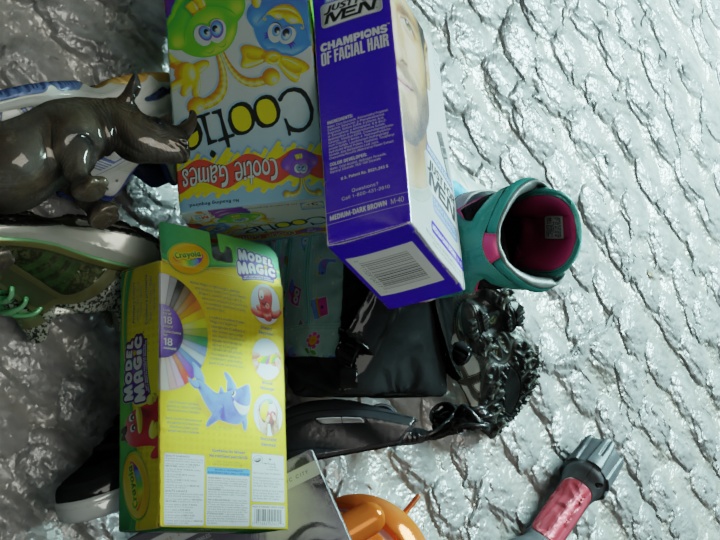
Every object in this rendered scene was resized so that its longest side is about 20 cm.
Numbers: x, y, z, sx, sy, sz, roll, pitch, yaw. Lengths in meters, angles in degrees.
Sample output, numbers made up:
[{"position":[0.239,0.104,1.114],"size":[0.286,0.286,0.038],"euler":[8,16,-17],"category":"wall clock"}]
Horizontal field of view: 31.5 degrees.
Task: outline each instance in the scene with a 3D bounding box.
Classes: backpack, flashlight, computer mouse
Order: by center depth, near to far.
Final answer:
[{"position":[0.000,0.000,1.009],"size":[0.167,0.126,0.201],"euler":[8,79,-55],"category":"backpack"},{"position":[-0.001,0.123,1.018],"size":[0.199,0.140,0.046],"euler":[-9,82,-5],"category":"computer mouse"},{"position":[0.183,0.235,1.197],"size":[0.200,0.067,0.068],"euler":[-46,121,-34],"category":"flashlight"}]

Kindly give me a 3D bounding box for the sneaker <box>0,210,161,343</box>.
[{"position":[-0.220,0.007,0.845],"size":[0.199,0.077,0.089],"euler":[6,98,-38],"category":"sneaker"}]

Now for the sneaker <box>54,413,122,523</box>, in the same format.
[{"position":[-0.151,0.091,0.903],"size":[0.200,0.073,0.112],"euler":[-26,100,-49],"category":"sneaker"}]

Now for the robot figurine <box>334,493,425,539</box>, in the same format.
[{"position":[-0.021,0.247,0.968],"size":[0.200,0.116,0.144],"euler":[-36,111,-43],"category":"robot figurine"}]

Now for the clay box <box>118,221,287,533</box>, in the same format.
[{"position":[-0.106,0.075,0.866],"size":[0.115,0.047,0.201],"euler":[14,68,-46],"category":"clay box"}]

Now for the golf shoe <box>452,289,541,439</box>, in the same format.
[{"position":[0.102,0.065,1.135],"size":[0.078,0.094,0.201],"euler":[-39,139,-24],"category":"golf shoe"}]

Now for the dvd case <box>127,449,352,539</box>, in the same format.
[{"position":[-0.060,0.246,0.882],"size":[0.016,0.148,0.201],"euler":[65,-1,-71],"category":"dvd case"}]

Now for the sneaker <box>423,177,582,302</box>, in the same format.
[{"position":[0.115,-0.030,0.968],"size":[0.200,0.120,0.084],"euler":[-29,107,-58],"category":"sneaker"}]

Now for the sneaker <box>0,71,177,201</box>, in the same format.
[{"position":[-0.198,-0.082,0.865],"size":[0.199,0.075,0.089],"euler":[-15,97,-42],"category":"sneaker"}]

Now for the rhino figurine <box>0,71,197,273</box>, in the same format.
[{"position":[-0.185,-0.069,0.789],"size":[0.199,0.060,0.088],"euler":[-26,65,-31],"category":"rhino figurine"}]

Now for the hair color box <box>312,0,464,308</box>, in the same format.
[{"position":[0.019,-0.089,0.881],"size":[0.109,0.064,0.201],"euler":[46,33,-56],"category":"hair color box"}]

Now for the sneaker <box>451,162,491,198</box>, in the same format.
[{"position":[0.072,-0.058,1.124],"size":[0.200,0.076,0.081],"euler":[56,44,-31],"category":"sneaker"}]

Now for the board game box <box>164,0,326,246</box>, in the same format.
[{"position":[-0.079,-0.129,0.915],"size":[0.104,0.103,0.201],"euler":[-6,78,1],"category":"board game box"}]
